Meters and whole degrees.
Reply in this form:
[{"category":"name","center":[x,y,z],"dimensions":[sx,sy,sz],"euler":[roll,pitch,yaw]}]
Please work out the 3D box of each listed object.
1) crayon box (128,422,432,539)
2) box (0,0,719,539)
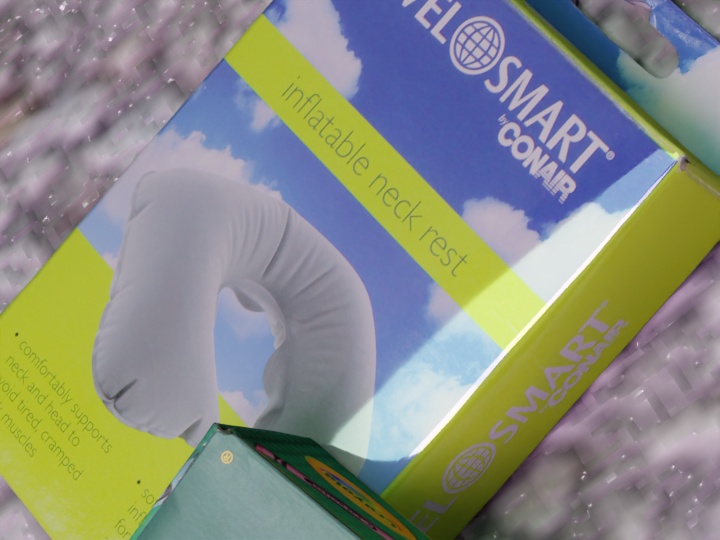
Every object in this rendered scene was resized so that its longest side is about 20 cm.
[{"category":"crayon box","center":[0.017,0.140,0.618],"dimensions":[0.200,0.058,0.119],"euler":[38,97,18]},{"category":"box","center":[0.000,0.000,0.705],"dimensions":[0.200,0.048,0.122],"euler":[-49,59,9]}]
